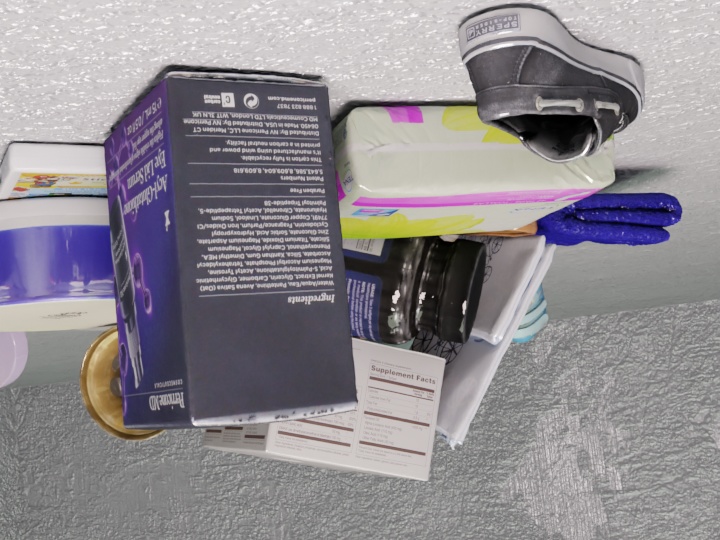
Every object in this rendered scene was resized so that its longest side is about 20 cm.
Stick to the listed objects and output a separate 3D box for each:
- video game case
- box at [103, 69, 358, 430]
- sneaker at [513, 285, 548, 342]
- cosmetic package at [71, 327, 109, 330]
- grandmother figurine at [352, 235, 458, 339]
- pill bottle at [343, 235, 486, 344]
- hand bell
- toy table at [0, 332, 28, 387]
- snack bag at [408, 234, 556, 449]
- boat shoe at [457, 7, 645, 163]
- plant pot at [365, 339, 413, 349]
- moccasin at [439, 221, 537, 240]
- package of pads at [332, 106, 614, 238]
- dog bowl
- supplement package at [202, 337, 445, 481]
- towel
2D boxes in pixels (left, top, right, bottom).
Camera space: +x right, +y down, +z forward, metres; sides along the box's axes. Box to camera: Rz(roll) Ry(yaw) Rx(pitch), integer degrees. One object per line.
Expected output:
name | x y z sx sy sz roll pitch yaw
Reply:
video game case | -0.181 -0.063 0.800 0.200 0.023 0.182 -1 171 -26
box | -0.086 -0.004 0.637 0.104 0.200 0.148 -2 171 -28
sneaker | 0.163 0.031 1.138 0.079 0.131 0.200 1 -164 28
cosmetic package | -0.312 0.021 1.090 0.113 0.081 0.200 -10 172 40
grandmother figurine | 0.038 0.000 1.042 0.060 0.121 0.200 20 127 -34
pill bottle | 0.000 0.000 0.866 0.200 0.112 0.112 12 176 13
hand bell | -0.177 0.096 0.997 0.104 0.104 0.200 -8 179 14
toy table | -0.523 0.104 1.279 0.200 0.184 0.117 -24 179 40
snack bag | 0.090 0.055 0.961 0.021 0.200 0.189 29 175 -20
boat shoe | 0.121 -0.096 0.610 0.072 0.068 0.200 -10 171 29
plant pot | 0.047 0.055 1.183 0.200 0.197 0.200 -5 171 -1
moccasin | 0.062 -0.040 0.935 0.201 0.078 0.074 -8 172 16
package of pads | 0.064 -0.070 0.757 0.200 0.068 0.154 -3 171 -18
dog bowl | -0.243 0.000 0.839 0.200 0.079 0.200 -5 172 -1
supplement package | -0.039 0.125 0.957 0.155 0.111 0.200 14 168 -22
towel | 0.197 -0.045 1.003 0.147 0.050 0.200 -3 -179 -21
